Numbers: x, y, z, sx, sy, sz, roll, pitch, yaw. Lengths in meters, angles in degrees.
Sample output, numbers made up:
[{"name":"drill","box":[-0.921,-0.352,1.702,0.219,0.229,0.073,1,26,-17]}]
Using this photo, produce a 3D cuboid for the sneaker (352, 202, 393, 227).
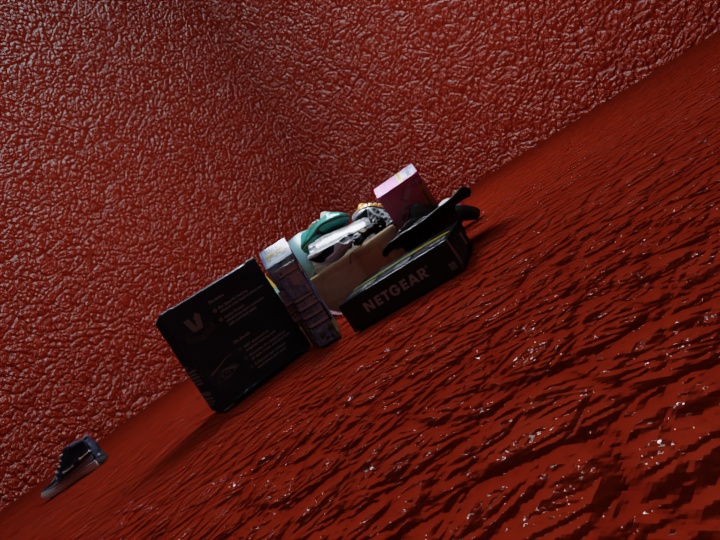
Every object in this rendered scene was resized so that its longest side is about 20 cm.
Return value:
[{"name":"sneaker","box":[0.069,-0.144,1.524,0.198,0.078,0.078,1,59,19]}]

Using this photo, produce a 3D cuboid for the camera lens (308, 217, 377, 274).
[{"name":"camera lens","box":[-0.027,-0.044,1.469,0.199,0.161,0.160,-23,4,4]}]

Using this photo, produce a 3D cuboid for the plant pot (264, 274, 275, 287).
[{"name":"plant pot","box":[-0.266,0.119,1.408,0.200,0.190,0.201,-34,3,2]}]

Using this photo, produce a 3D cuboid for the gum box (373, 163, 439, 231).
[{"name":"gum box","box":[0.135,-0.144,1.294,0.113,0.200,0.066,-33,27,10]}]

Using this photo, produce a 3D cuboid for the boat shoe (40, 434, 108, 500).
[{"name":"boat shoe","box":[-0.789,0.526,1.416,0.199,0.093,0.075,-34,3,-3]}]

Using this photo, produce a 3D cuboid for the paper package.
[{"name":"paper package","box":[0.000,0.000,1.266,0.190,0.104,0.200,-31,5,40]}]

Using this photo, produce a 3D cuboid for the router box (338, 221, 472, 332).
[{"name":"router box","box":[0.076,0.006,0.833,0.199,0.052,0.157,-32,4,22]}]

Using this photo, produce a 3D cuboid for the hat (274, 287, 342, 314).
[{"name":"hat","box":[-0.134,0.073,1.240,0.175,0.201,0.166,-27,-23,1]}]

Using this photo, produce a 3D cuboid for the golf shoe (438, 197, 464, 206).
[{"name":"golf shoe","box":[0.214,-0.130,1.474,0.200,0.075,0.092,-40,8,48]}]

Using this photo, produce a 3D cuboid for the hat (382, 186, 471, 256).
[{"name":"hat","box":[0.138,-0.061,0.956,0.200,0.081,0.201,-36,-7,-5]}]

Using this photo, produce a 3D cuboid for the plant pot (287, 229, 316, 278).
[{"name":"plant pot","box":[-0.132,-0.010,1.632,0.199,0.201,0.135,-34,40,-7]}]

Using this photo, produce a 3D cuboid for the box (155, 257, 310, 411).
[{"name":"box","box":[-0.235,0.119,0.970,0.196,0.201,0.117,-34,3,-29]}]

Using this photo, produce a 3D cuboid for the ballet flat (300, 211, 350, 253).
[{"name":"ballet flat","box":[-0.111,-0.128,1.512,0.067,0.071,0.200,13,-39,-43]}]

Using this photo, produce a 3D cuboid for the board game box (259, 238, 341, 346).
[{"name":"board game box","box":[-0.115,0.038,0.955,0.061,0.201,0.200,-32,2,-4]}]

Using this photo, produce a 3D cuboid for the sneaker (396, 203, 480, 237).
[{"name":"sneaker","box":[0.180,-0.098,1.227,0.198,0.105,0.060,3,-11,-2]}]

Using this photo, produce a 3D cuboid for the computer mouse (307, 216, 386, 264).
[{"name":"computer mouse","box":[-0.037,-0.055,1.186,0.199,0.044,0.110,-24,13,37]}]

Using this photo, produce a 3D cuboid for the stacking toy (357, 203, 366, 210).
[{"name":"stacking toy","box":[0.050,-0.120,1.616,0.116,0.201,0.110,-32,-3,-17]}]
